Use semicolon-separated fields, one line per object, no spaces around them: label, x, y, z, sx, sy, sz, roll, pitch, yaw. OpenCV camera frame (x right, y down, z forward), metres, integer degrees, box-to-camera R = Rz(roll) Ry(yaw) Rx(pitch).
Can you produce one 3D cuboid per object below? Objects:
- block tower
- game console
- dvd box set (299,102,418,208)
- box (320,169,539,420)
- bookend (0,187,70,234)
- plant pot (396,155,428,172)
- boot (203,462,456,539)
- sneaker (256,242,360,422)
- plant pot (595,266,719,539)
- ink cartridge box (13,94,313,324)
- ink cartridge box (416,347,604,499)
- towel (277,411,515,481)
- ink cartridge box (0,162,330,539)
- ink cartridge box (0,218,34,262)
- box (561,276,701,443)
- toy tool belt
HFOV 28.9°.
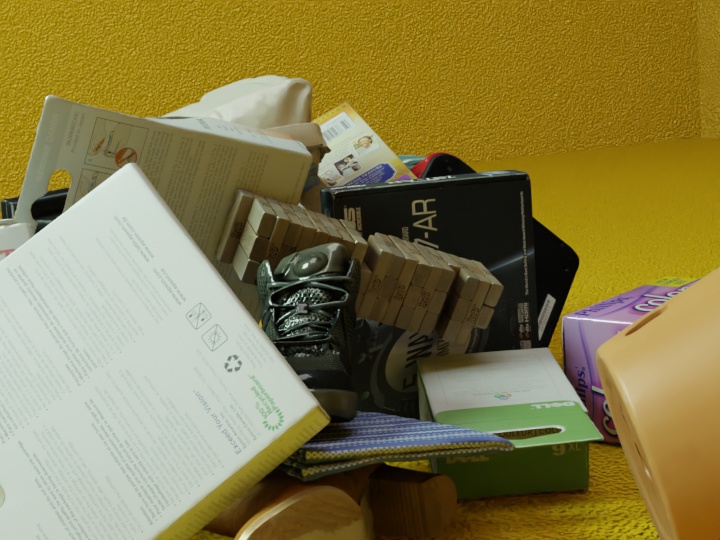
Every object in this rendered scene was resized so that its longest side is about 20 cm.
block tower;0.000;0.000;1.004;0.200;0.054;0.058;17;14;-20
game console;0.095;0.003;1.197;0.031;0.177;0.200;-41;15;46
dvd box set;-0.031;-0.058;1.182;0.146;0.029;0.200;-31;38;-6
box;0.056;0.028;1.086;0.160;0.201;0.044;-6;9;-14
bookend;-0.177;0.037;1.129;0.199;0.199;0.092;3;11;29
plant pot;0.012;-0.005;1.320;0.200;0.197;0.200;-4;8;1
boot;-0.051;0.152;0.822;0.144;0.071;0.201;-4;3;36
sneaker;-0.038;0.041;0.883;0.076;0.115;0.199;-2;2;3
plant pot;0.220;0.085;0.774;0.140;0.201;0.200;-21;9;3
ink cartridge box;-0.150;-0.034;0.997;0.200;0.163;0.050;11;18;-25
ink cartridge box;0.100;0.113;0.972;0.103;0.059;0.200;-4;14;-2
towel;-0.019;0.108;0.873;0.144;0.024;0.200;-1;1;-30
ink cartridge box;-0.151;0.070;0.782;0.200;0.200;0.041;-37;-24;-4
ink cartridge box;-0.257;0.081;0.856;0.145;0.201;0.087;-10;-15;-27
box;0.283;0.070;1.057;0.200;0.097;0.176;3;12;39
toy tool belt;-0.115;-0.066;1.090;0.200;0.123;0.125;-26;20;-22
